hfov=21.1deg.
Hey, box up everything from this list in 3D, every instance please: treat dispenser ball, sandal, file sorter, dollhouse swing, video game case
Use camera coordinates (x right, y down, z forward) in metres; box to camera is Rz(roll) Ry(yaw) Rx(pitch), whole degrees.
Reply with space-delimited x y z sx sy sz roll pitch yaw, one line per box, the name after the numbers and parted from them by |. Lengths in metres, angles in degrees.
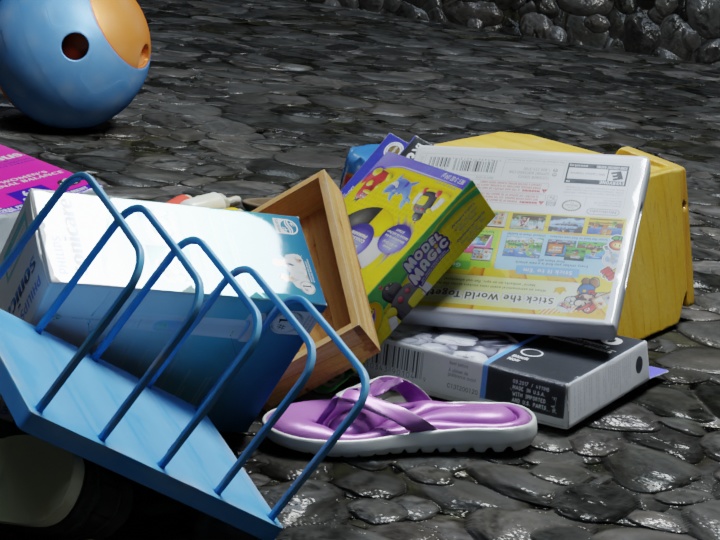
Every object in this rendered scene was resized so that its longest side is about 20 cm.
-0.358 -0.275 2.388 0.200 0.201 0.201 5 14 -1 | treat dispenser ball
0.028 0.097 1.386 0.202 0.050 0.082 1 15 -16 | sandal
-0.115 0.049 1.171 0.200 0.123 0.139 30 11 -38 | file sorter
0.175 -0.032 1.742 0.176 0.182 0.200 0 9 33 | dollhouse swing
0.122 -0.026 1.566 0.200 0.023 0.182 4 50 17 | video game case

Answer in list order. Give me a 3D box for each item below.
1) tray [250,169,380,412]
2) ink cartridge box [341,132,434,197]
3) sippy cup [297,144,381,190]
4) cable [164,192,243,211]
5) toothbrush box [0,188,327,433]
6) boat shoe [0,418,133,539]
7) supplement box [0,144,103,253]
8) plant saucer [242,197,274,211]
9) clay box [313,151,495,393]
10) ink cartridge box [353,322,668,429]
-0.048 0.013 1.483 0.099 0.037 0.200 -29 37 12 | tray
0.061 -0.052 1.656 0.200 0.095 0.037 32 -14 37 | ink cartridge box
0.031 -0.046 1.781 0.178 0.131 0.140 1 16 -19 | sippy cup
-0.176 -0.034 1.558 0.097 0.050 0.200 15 16 35 | cable
-0.146 0.032 1.308 0.200 0.146 0.085 4 48 -29 | toothbrush box
-0.224 0.124 1.178 0.201 0.074 0.063 8 -16 39 | boat shoe
-0.282 -0.028 1.441 0.101 0.104 0.200 -20 26 -38 | supplement box
-0.020 -0.051 1.940 0.200 0.030 0.200 5 6 -1 | plant saucer
0.000 0.000 1.527 0.200 0.048 0.115 -47 36 -16 | clay box
0.123 0.066 1.559 0.198 0.043 0.200 12 15 29 | ink cartridge box
